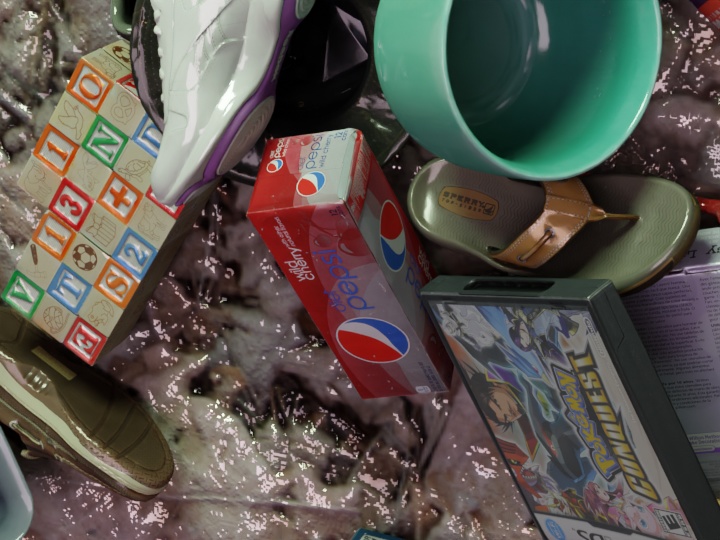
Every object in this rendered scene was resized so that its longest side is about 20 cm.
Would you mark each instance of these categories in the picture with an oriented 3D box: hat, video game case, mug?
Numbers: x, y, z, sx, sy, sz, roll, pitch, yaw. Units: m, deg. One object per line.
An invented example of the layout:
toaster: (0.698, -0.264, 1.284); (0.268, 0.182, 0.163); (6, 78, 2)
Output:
hat: (-0.044, -0.147, 1.044); (0.198, 0.081, 0.203); (4, 109, 11)
video game case: (0.132, 0.095, 0.990); (0.180, 0.025, 0.201); (2, 123, 61)
mug: (0.089, -0.149, 0.946); (0.151, 0.114, 0.187); (21, 88, -28)

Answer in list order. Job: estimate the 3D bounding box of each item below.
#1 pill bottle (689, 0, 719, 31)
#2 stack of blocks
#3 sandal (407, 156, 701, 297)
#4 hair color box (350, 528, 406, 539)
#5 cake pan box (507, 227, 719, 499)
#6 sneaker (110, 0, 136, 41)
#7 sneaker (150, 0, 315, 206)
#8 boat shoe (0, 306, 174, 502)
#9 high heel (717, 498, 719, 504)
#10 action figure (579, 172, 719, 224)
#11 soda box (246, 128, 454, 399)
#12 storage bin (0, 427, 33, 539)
pill bottle: (0.215, -0.203, 0.908); (0.200, 0.112, 0.112); (45, 118, 1)
stack of blocks: (-0.182, -0.046, 1.150); (0.115, 0.059, 0.201); (36, 118, 5)
sandal: (0.107, -0.037, 0.977); (0.199, 0.055, 0.082); (18, 81, 34)
hair color box: (0.077, 0.264, 1.164); (0.198, 0.061, 0.101); (13, 113, 16)
cake pan box: (0.207, 0.064, 1.022); (0.198, 0.053, 0.185); (-9, 123, 24)
sneaker: (-0.119, -0.239, 1.044); (0.073, 0.079, 0.202); (19, 114, 15)
sneaker: (-0.092, -0.138, 0.983); (0.099, 0.075, 0.202); (28, 105, 10)
boat shoe: (-0.227, 0.113, 1.224); (0.202, 0.075, 0.075); (40, 122, 17)
high heel: (0.296, 0.160, 1.012); (0.199, 0.072, 0.143); (29, 127, -24)
action figure: (0.136, -0.041, 1.038); (0.198, 0.052, 0.066); (14, 119, 18)
soda box: (0.000, 0.000, 1.043); (0.069, 0.064, 0.201); (-6, 139, 22)
storage bin: (-0.362, 0.138, 1.233); (0.134, 0.145, 0.202); (-5, 112, 63)
